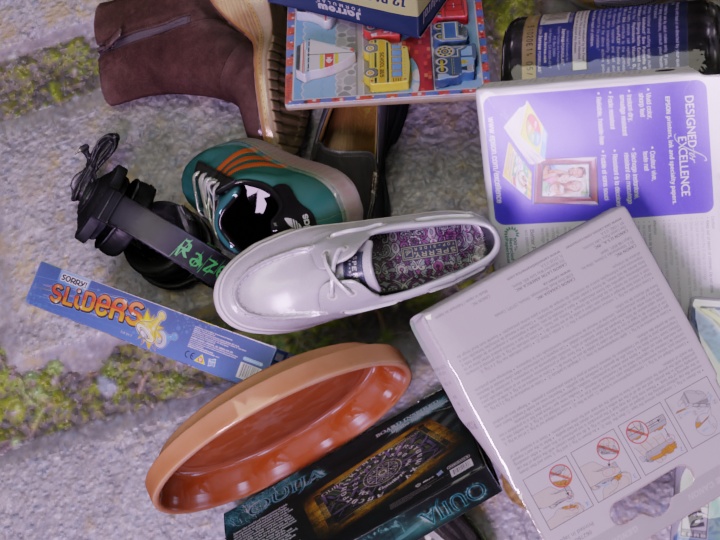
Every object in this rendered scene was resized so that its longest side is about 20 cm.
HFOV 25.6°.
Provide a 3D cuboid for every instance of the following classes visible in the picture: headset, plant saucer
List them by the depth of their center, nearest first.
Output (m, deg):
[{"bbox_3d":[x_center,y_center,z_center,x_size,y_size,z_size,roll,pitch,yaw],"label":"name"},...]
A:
[{"bbox_3d":[-0.058,0.106,1.101,0.200,0.200,0.032,-31,70,5],"label":"plant saucer"},{"bbox_3d":[-0.165,-0.046,1.232,0.200,0.123,0.094,24,82,45],"label":"headset"}]

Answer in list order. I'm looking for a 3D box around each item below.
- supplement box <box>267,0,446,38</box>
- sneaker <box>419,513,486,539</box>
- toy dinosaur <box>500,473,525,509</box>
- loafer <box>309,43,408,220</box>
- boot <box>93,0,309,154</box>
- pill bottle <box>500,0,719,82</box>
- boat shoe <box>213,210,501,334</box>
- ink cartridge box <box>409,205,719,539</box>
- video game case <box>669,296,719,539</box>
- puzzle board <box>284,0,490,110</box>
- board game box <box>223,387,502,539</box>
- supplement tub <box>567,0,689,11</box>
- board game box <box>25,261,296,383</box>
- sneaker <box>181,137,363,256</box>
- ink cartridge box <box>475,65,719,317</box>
[{"bbox_3d":[0.021,-0.322,1.187,0.134,0.200,0.200,17,51,21],"label":"supplement box"},{"bbox_3d":[0.061,0.244,1.085,0.077,0.084,0.200,-17,67,9],"label":"sneaker"},{"bbox_3d":[0.146,0.143,1.120,0.101,0.058,0.200,-31,58,21],"label":"toy dinosaur"},{"bbox_3d":[-0.014,-0.079,1.220,0.073,0.072,0.200,5,74,17],"label":"loafer"},{"bbox_3d":[-0.133,-0.159,1.297,0.166,0.072,0.200,-19,69,23],"label":"boot"},{"bbox_3d":[0.209,-0.137,1.152,0.200,0.112,0.112,-3,72,16],"label":"pill bottle"},{"bbox_3d":[0.000,0.000,1.078,0.200,0.069,0.072,-7,87,-8],"label":"boat shoe"},{"bbox_3d":[0.150,0.081,1.053,0.161,0.050,0.200,-28,89,-10],"label":"ink cartridge box"},{"bbox_3d":[0.314,0.115,1.059,0.200,0.022,0.182,4,85,13],"label":"video game case"},{"bbox_3d":[0.018,-0.194,1.215,0.151,0.017,0.200,-3,44,2],"label":"puzzle board"},{"bbox_3d":[-0.004,0.164,1.116,0.200,0.135,0.028,-30,111,5],"label":"board game box"},{"bbox_3d":[0.191,-0.272,1.153,0.145,0.200,0.146,-5,72,15],"label":"supplement tub"},{"bbox_3d":[-0.129,0.051,1.176,0.200,0.135,0.034,19,85,20],"label":"board game box"},{"bbox_3d":[-0.089,-0.054,1.189,0.200,0.080,0.071,14,117,51],"label":"sneaker"},{"bbox_3d":[0.189,-0.041,1.108,0.200,0.043,0.198,-2,109,16],"label":"ink cartridge box"}]
